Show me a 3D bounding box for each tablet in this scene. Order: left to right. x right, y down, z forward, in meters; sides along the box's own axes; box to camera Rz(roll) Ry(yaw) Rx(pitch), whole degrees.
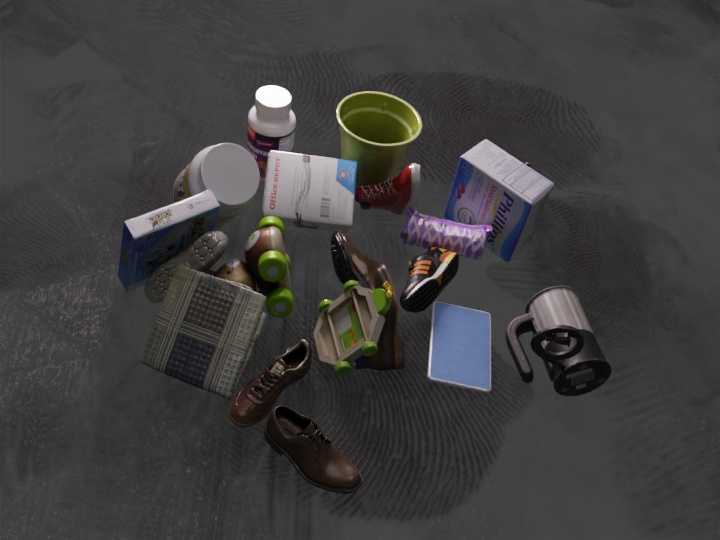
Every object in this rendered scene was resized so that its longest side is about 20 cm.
[{"bbox_3d":[0.202,0.151,1.531,0.127,0.014,0.203,12,47,-2],"label":"tablet"}]

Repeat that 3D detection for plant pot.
[{"bbox_3d":[0.028,-0.279,1.771,0.196,0.186,0.203,7,45,-7],"label":"plant pot"}]

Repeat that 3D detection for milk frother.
[{"bbox_3d":[0.386,0.112,1.482,0.176,0.202,0.191,-4,48,-11],"label":"milk frother"}]

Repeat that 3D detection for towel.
[{"bbox_3d":[-0.282,0.108,1.390,0.189,0.035,0.204,19,80,7],"label":"towel"}]

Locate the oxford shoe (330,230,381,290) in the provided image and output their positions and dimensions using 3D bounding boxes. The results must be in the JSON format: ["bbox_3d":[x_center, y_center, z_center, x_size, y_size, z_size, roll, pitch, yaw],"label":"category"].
[{"bbox_3d":[0.000,0.000,1.580,0.083,0.073,0.202,-16,65,-28],"label":"oxford shoe"}]

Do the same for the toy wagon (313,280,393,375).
[{"bbox_3d":[-0.007,0.095,1.425,0.039,0.199,0.157,29,33,-44],"label":"toy wagon"}]

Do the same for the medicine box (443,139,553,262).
[{"bbox_3d":[0.309,-0.158,1.724,0.199,0.184,0.102,39,51,23],"label":"medicine box"}]

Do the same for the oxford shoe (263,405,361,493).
[{"bbox_3d":[-0.080,0.301,1.280,0.198,0.085,0.073,31,47,14],"label":"oxford shoe"}]

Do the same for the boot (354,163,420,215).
[{"bbox_3d":[0.057,-0.181,1.686,0.141,0.200,0.074,7,70,-6],"label":"boot"}]

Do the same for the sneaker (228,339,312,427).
[{"bbox_3d":[-0.162,0.193,1.365,0.070,0.076,0.200,32,49,18],"label":"sneaker"}]

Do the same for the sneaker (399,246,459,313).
[{"bbox_3d":[0.127,0.016,1.611,0.089,0.071,0.199,23,45,31],"label":"sneaker"}]

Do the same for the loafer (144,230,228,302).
[{"bbox_3d":[-0.333,-0.005,1.468,0.071,0.198,0.070,57,14,1],"label":"loafer"}]

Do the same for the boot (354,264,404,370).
[{"bbox_3d":[0.024,0.094,1.459,0.095,0.075,0.205,-8,83,-9],"label":"boot"}]

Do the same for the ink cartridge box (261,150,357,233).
[{"bbox_3d":[-0.112,-0.170,1.667,0.195,0.084,0.149,7,81,-7],"label":"ink cartridge box"}]

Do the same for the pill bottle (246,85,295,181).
[{"bbox_3d":[-0.205,-0.312,1.736,0.109,0.202,0.113,6,45,-6],"label":"pill bottle"}]

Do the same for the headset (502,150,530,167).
[{"bbox_3d":[0.372,-0.238,1.830,0.124,0.094,0.200,51,10,11],"label":"headset"}]

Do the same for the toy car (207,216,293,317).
[{"bbox_3d":[-0.237,0.004,1.486,0.195,0.161,0.165,-10,33,-2],"label":"toy car"}]

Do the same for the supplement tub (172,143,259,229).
[{"bbox_3d":[-0.296,-0.172,1.562,0.142,0.199,0.148,5,78,-27],"label":"supplement tub"}]

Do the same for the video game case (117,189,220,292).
[{"bbox_3d":[-0.370,-0.055,1.461,0.179,0.201,0.046,-28,74,-32],"label":"video game case"}]

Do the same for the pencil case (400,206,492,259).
[{"bbox_3d":[0.187,-0.084,1.696,0.195,0.087,0.085,12,33,-3],"label":"pencil case"}]
